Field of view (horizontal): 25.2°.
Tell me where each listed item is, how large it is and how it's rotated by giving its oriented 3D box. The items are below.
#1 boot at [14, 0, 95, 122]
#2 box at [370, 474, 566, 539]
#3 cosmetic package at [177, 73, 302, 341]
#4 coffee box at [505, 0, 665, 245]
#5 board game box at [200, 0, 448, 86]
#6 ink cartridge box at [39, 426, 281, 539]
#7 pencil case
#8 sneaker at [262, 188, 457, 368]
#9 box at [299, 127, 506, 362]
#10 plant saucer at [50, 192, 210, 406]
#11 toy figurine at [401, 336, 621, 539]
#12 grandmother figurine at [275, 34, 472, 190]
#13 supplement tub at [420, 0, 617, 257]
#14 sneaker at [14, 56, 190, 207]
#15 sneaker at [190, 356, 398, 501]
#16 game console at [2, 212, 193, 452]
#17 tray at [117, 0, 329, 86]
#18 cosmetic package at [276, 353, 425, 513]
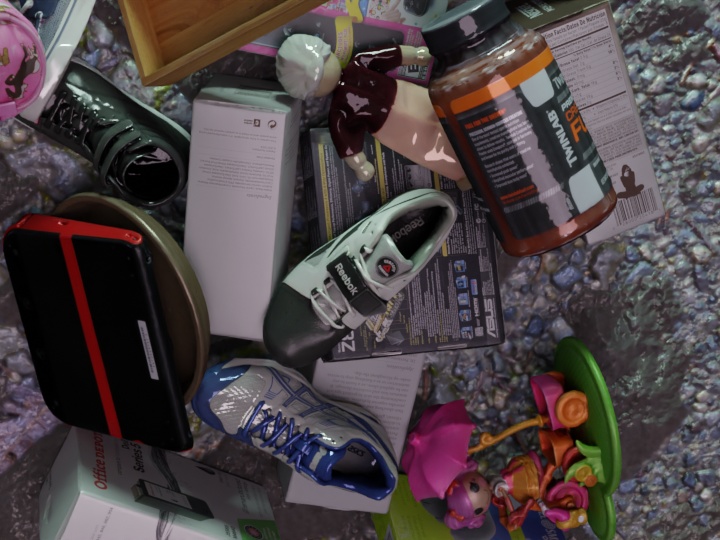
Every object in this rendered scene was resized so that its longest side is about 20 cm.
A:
[{"bbox_3d":[-0.256,-0.225,1.288,0.090,0.073,0.202,24,78,-13],"label":"boot"},{"bbox_3d":[0.115,0.254,1.526,0.198,0.122,0.048,8,117,-14],"label":"box"},{"bbox_3d":[-0.101,-0.054,1.371,0.084,0.108,0.202,8,108,2],"label":"cosmetic package"},{"bbox_3d":[0.190,-0.140,1.406,0.079,0.114,0.201,-21,111,-4],"label":"coffee box"},{"bbox_3d":[-0.026,-0.246,1.349,0.198,0.064,0.149,9,108,-14],"label":"board game box"},{"bbox_3d":[-0.179,0.229,1.444,0.199,0.146,0.085,22,104,-19],"label":"ink cartridge box"},{"bbox_3d":[-0.309,-0.183,1.240,0.087,0.200,0.083,-49,130,-1],"label":"pencil case"},{"bbox_3d":[0.000,0.000,1.324,0.200,0.088,0.074,-45,97,-10],"label":"sneaker"},{"bbox_3d":[0.037,-0.027,1.403,0.160,0.049,0.202,-6,86,-17],"label":"box"},{"bbox_3d":[-0.195,0.025,1.364,0.029,0.199,0.202,-29,119,-41],"label":"plant saucer"},{"bbox_3d":[0.129,0.178,1.481,0.182,0.150,0.202,-13,109,-11],"label":"toy figurine"},{"bbox_3d":[0.017,-0.134,1.341,0.199,0.060,0.122,27,75,-19],"label":"grandmother figurine"},{"bbox_3d":[0.122,-0.119,1.299,0.106,0.107,0.201,-28,103,-1],"label":"supplement tub"},{"bbox_3d":[-0.221,-0.119,1.334,0.199,0.099,0.071,27,104,-18],"label":"sneaker"},{"bbox_3d":[-0.049,0.137,1.383,0.199,0.088,0.076,21,106,-24],"label":"sneaker"},{"bbox_3d":[-0.222,0.052,1.370,0.031,0.176,0.202,-36,123,-45],"label":"game console"},{"bbox_3d":[-0.107,-0.227,1.273,0.199,0.037,0.100,-21,83,36],"label":"tray"},{"bbox_3d":[-0.007,0.114,1.479,0.100,0.071,0.202,9,107,-14],"label":"cosmetic package"}]
